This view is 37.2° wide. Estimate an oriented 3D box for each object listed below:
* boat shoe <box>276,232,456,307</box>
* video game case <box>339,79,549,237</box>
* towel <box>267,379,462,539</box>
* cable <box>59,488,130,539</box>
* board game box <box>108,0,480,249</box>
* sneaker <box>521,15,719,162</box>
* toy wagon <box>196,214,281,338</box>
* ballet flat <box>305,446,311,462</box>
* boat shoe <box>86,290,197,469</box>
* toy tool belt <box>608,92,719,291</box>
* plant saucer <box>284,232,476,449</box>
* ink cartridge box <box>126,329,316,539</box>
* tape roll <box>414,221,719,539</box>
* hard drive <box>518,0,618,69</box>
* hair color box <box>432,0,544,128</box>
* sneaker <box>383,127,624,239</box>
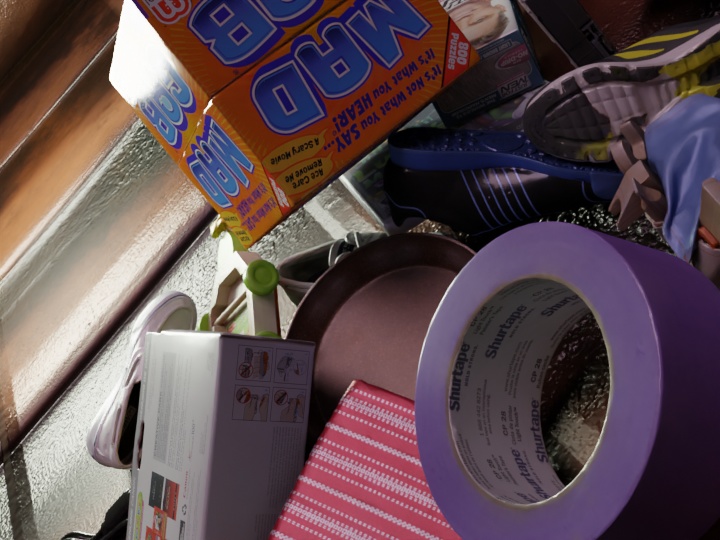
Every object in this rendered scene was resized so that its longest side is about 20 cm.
[{"bbox_3d":[0.000,0.000,0.956,0.200,0.065,0.074,-19,42,41],"label":"boat shoe"},{"bbox_3d":[0.081,-0.119,0.976,0.200,0.023,0.182,-34,27,-1],"label":"video game case"},{"bbox_3d":[0.010,0.185,0.745,0.144,0.022,0.200,18,69,27],"label":"towel"},{"bbox_3d":[-0.231,0.261,1.033,0.200,0.050,0.097,-46,46,31],"label":"cable"},{"bbox_3d":[-0.065,-0.170,0.898,0.200,0.200,0.200,-40,4,-18],"label":"board game box"},{"bbox_3d":[0.219,-0.139,0.816,0.200,0.075,0.085,-18,17,6],"label":"sneaker"},{"bbox_3d":[-0.113,0.042,1.009,0.155,0.040,0.200,139,130,-56],"label":"toy wagon"},{"bbox_3d":[-0.034,0.146,0.867,0.066,0.057,0.200,-46,31,5],"label":"ballet flat"},{"bbox_3d":[-0.216,0.117,1.129,0.065,0.074,0.200,6,72,49],"label":"boat shoe"},{"bbox_3d":[0.224,-0.061,0.695,0.125,0.123,0.200,-39,32,17],"label":"toy tool belt"},{"bbox_3d":[0.029,0.066,0.846,0.200,0.034,0.201,-13,59,23],"label":"plant saucer"},{"bbox_3d":[-0.118,0.150,0.860,0.175,0.084,0.200,-1,82,60],"label":"ink cartridge box"},{"bbox_3d":[0.127,0.076,0.643,0.200,0.085,0.200,-21,64,50],"label":"tape roll"},{"bbox_3d":[0.168,-0.237,0.941,0.038,0.140,0.200,-40,33,17],"label":"hard drive"},{"bbox_3d":[0.109,-0.220,1.027,0.100,0.061,0.200,-24,29,15],"label":"hair color box"},{"bbox_3d":[0.117,-0.065,0.851,0.200,0.078,0.070,7,31,11],"label":"sneaker"}]
